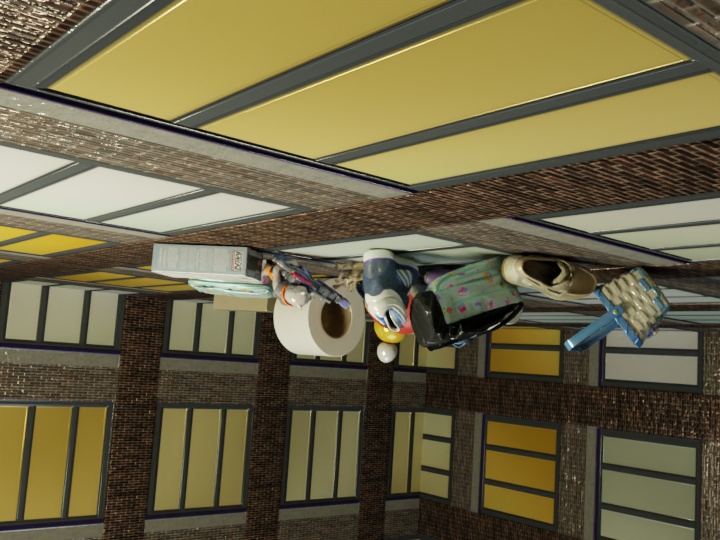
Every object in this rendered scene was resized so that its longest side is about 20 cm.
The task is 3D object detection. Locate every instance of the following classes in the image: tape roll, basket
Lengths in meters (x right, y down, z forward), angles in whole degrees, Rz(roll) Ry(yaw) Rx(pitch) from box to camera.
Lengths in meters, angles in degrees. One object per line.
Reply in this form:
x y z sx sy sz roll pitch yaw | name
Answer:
-0.105 0.120 2.043 0.202 0.204 0.139 10 170 -44 | tape roll
0.483 0.092 1.504 0.200 0.139 0.176 -36 163 17 | basket

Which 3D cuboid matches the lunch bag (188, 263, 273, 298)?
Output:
-0.291 0.017 1.795 0.199 0.077 0.160 4 174 2 | lunch bag

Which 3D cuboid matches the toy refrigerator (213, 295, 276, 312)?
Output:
-0.355 0.089 2.461 0.199 0.076 0.070 0 173 25 | toy refrigerator

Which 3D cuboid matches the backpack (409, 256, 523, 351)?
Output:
0.196 0.059 1.442 0.199 0.127 0.167 -19 174 -11 | backpack

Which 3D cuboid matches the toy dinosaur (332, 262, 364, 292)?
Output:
0.000 0.000 1.663 0.101 0.058 0.200 -12 170 -32 | toy dinosaur

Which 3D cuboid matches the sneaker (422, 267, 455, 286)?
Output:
0.208 0.022 1.677 0.087 0.076 0.200 24 -174 37 | sneaker

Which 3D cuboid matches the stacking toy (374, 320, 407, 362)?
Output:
0.077 0.123 1.909 0.146 0.201 0.146 13 -178 -1 | stacking toy

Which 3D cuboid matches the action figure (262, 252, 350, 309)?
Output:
-0.128 0.045 1.650 0.200 0.105 0.193 35 -178 -16 | action figure

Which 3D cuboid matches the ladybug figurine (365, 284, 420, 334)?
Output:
0.070 0.073 1.670 0.072 0.136 0.200 -20 -166 -24 | ladybug figurine

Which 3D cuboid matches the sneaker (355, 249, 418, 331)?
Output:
0.062 0.050 1.512 0.080 0.147 0.200 -11 164 21 | sneaker

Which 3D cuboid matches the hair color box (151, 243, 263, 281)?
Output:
-0.308 -0.016 1.599 0.199 0.061 0.099 3 174 12 | hair color box

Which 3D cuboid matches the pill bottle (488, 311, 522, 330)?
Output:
0.298 0.090 1.939 0.112 0.113 0.200 8 171 -32 | pill bottle

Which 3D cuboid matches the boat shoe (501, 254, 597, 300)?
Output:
0.351 0.011 1.415 0.199 0.072 0.065 13 172 -23 | boat shoe

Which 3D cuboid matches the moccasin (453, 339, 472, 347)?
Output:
0.198 0.130 1.716 0.080 0.068 0.200 15 -171 -11 | moccasin

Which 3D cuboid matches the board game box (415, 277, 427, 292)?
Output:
0.156 0.056 1.742 0.151 0.037 0.200 11 -169 -34 | board game box
